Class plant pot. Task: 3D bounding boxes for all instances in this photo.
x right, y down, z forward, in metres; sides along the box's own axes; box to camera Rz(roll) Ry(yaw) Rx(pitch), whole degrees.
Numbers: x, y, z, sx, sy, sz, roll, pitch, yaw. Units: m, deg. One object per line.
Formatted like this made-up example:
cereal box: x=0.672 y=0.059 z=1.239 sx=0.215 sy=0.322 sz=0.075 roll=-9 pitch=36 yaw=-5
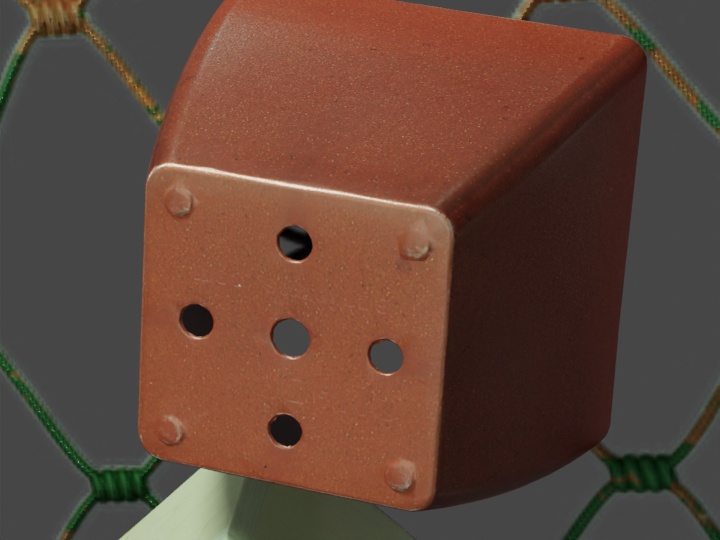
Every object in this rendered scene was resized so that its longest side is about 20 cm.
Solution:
plant pot: x=0.000 y=0.000 z=1.195 sx=0.200 sy=0.176 sz=0.200 roll=10 pitch=111 yaw=17

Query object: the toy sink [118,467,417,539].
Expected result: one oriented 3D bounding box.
toy sink: x=-0.021 y=0.189 z=1.295 sx=0.200 sy=0.112 sz=0.130 roll=40 pitch=119 yaw=-14
